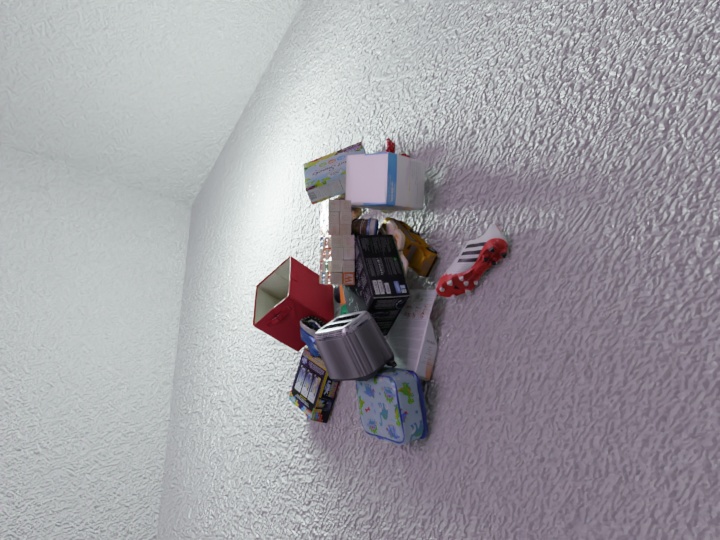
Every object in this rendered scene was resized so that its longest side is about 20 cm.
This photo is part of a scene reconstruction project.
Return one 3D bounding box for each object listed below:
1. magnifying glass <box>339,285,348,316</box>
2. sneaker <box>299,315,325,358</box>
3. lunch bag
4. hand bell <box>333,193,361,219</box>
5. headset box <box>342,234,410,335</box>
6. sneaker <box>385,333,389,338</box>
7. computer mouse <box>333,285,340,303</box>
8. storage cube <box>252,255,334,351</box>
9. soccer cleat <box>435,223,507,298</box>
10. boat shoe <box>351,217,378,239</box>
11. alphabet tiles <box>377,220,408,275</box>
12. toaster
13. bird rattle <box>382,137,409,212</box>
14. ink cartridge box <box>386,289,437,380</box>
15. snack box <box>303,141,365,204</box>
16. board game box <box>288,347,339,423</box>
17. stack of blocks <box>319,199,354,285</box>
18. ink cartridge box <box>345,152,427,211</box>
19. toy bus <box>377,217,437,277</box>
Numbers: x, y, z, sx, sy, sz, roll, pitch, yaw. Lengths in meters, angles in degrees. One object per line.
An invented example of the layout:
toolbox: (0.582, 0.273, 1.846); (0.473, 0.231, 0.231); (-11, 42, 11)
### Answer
magnifying glass: (-0.036, 0.110, 1.641); (0.079, 0.022, 0.202); (-36, 54, 48)
sneaker: (-0.093, 0.209, 1.786); (0.199, 0.078, 0.090); (33, 126, 32)
lunch bag: (0.066, 0.300, 1.429); (0.200, 0.082, 0.162); (-10, 88, 62)
hand bell: (-0.025, -0.264, 1.981); (0.104, 0.104, 0.201); (-35, 33, 50)
headset box: (0.028, 0.043, 1.521); (0.200, 0.092, 0.175); (114, 149, -52)
sneaker: (0.028, 0.152, 1.624); (0.201, 0.081, 0.075); (-65, 26, 12)
computer mouse: (-0.038, -0.001, 1.886); (0.059, 0.034, 0.202); (17, 90, 64)
storage cube: (-0.197, 0.100, 1.918); (0.171, 0.179, 0.201); (-39, 33, 27)
soccer cleat: (0.232, -0.017, 1.354); (0.200, 0.068, 0.086); (-47, 28, 36)
boat shoe: (0.007, -0.103, 1.618); (0.200, 0.072, 0.073); (81, -162, -83)
alphabet tiles: (0.073, -0.013, 1.547); (0.196, 0.014, 0.201); (-124, 36, -56)
toaster: (-0.016, 0.171, 1.435); (0.199, 0.113, 0.130); (-15, 105, 54)
bird rattle: (0.054, -0.263, 1.797); (0.163, 0.112, 0.202); (158, 129, -77)
ink cartridge box: (0.125, 0.146, 1.490); (0.162, 0.050, 0.201); (-4, 65, 62)
snack box: (-0.069, -0.296, 1.938); (0.199, 0.068, 0.169); (-20, 36, 8)
board game box: (-0.130, 0.327, 1.850); (0.200, 0.056, 0.167); (17, 88, 64)
stack of blocks: (-0.057, -0.066, 1.529); (0.115, 0.058, 0.202); (178, 93, -73)
ink cartridge box: (0.072, -0.218, 1.611); (0.128, 0.199, 0.126); (3, 91, 37)
toy bus: (0.115, -0.059, 1.577); (0.065, 0.078, 0.200); (-63, 28, 18)
